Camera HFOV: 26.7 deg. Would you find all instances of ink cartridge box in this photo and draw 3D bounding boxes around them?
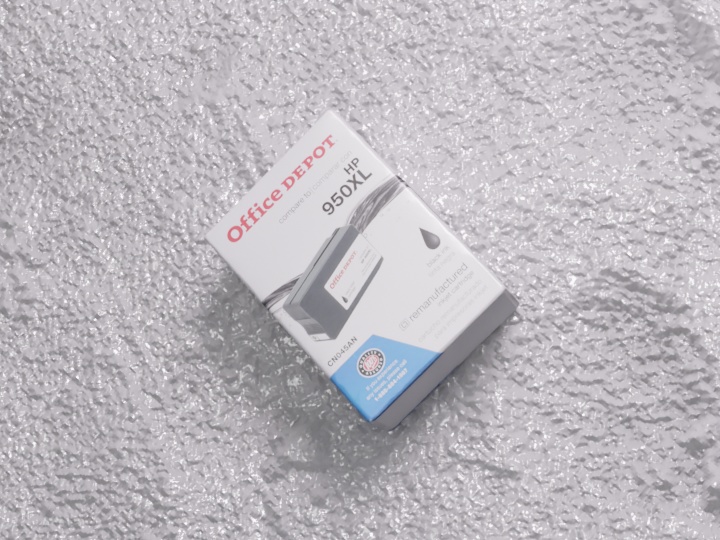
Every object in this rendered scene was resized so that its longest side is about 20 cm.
[{"bbox_3d":[0.000,0.000,1.164,0.145,0.084,0.200,-44,73,2],"label":"ink cartridge box"}]
